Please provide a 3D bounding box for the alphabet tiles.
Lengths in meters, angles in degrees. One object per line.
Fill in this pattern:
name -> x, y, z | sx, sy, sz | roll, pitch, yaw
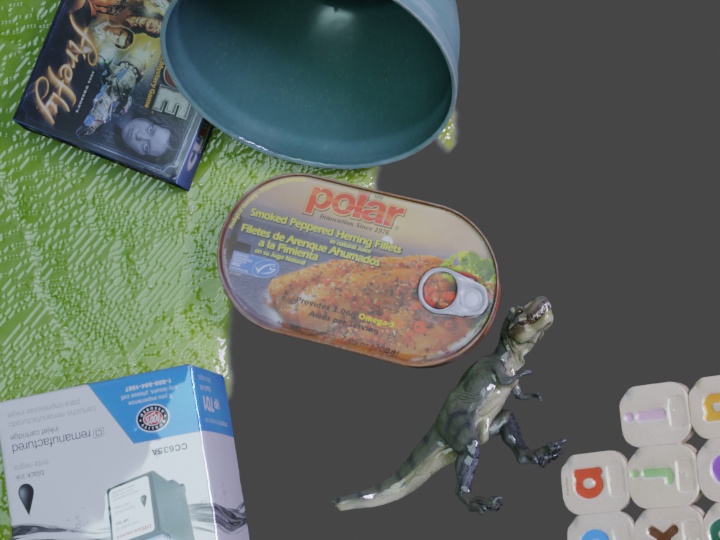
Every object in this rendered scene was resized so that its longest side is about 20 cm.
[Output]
alphabet tiles -> 0.224, 0.170, 1.221 | 0.194, 0.015, 0.202 | -11, 81, 30

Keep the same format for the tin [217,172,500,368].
tin -> 0.000, 0.000, 1.306 | 0.198, 0.042, 0.113 | 15, 88, 12

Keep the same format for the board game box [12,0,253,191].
board game box -> -0.149, -0.175, 1.360 | 0.134, 0.035, 0.202 | 20, 86, 12

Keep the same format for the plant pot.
plant pot -> -0.021, -0.183, 1.273 | 0.198, 0.201, 0.135 | 7, 56, 11

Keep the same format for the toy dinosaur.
toy dinosaur -> 0.078, 0.113, 1.272 | 0.200, 0.047, 0.088 | -48, 67, 2

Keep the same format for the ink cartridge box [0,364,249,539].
ink cartridge box -> -0.154, 0.177, 1.283 | 0.145, 0.086, 0.202 | -12, 78, 8
